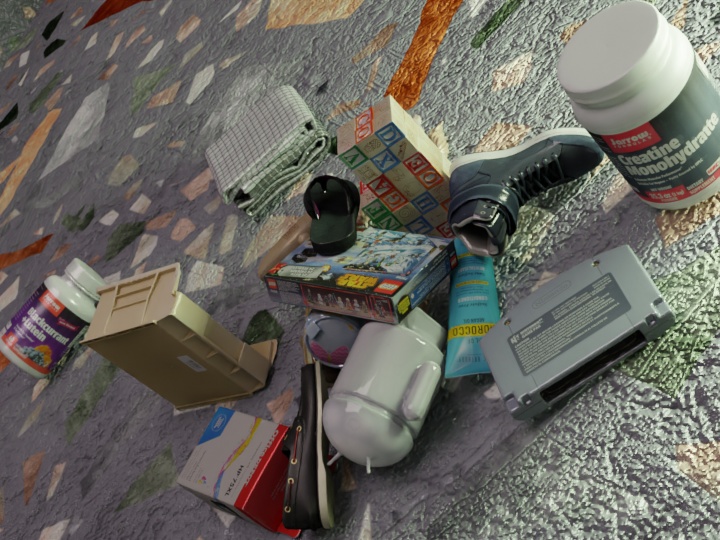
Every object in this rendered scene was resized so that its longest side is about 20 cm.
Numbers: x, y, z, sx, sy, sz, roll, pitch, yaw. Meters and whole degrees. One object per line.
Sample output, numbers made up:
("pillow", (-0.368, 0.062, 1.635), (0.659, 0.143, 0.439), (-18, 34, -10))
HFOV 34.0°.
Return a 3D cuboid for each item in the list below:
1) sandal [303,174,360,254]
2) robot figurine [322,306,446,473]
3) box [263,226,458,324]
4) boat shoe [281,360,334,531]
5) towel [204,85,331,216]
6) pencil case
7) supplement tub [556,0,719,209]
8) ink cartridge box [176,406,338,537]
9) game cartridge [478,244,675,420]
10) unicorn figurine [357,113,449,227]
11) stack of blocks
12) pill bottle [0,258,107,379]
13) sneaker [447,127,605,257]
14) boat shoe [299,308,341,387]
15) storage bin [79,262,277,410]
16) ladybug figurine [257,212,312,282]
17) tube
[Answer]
("sandal", (-0.036, -0.086, 1.499), (0.074, 0.049, 0.201), (-15, 27, 1))
("robot figurine", (0.028, 0.140, 1.355), (0.169, 0.112, 0.202), (-12, 46, 58))
("box", (0.000, 0.000, 1.419), (0.198, 0.040, 0.137), (9, 36, 37))
("boat shoe", (-0.064, 0.203, 1.384), (0.062, 0.074, 0.204), (-5, 66, 9))
("towel", (-0.150, -0.193, 1.931), (0.200, 0.086, 0.166), (-41, 35, 7))
("pencil case", (-0.013, 0.034, 1.501), (0.083, 0.091, 0.201), (-31, 25, 30))
("supplement tub", (0.314, -0.175, 1.267), (0.139, 0.200, 0.141), (-30, 37, 26))
("ink cartridge box", (-0.130, 0.249, 1.468), (0.199, 0.067, 0.117), (5, 60, 50))
("game cartridge", (0.227, 0.062, 1.264), (0.199, 0.042, 0.134), (-34, 32, 12))
("unicorn figurine", (0.036, -0.143, 1.666), (0.199, 0.074, 0.138), (-32, 47, 13))
("stack of blocks", (0.052, -0.115, 1.508), (0.114, 0.200, 0.059), (-30, 37, 22))
("pill bottle", (-0.535, 0.081, 2.063), (0.200, 0.111, 0.111), (-49, 33, -2))
("sneaker", (0.197, -0.090, 1.401), (0.200, 0.077, 0.147), (-15, 38, 23))
("boat shoe", (-0.049, 0.088, 1.552), (0.076, 0.071, 0.201), (-43, 23, 32))
("storage bin", (-0.250, 0.096, 1.640), (0.197, 0.200, 0.095), (-15, 46, 39))
("ladybug figurine", (-0.079, -0.024, 1.634), (0.136, 0.072, 0.200), (-46, 2, -6))
("tube", (0.134, 0.045, 1.389), (0.076, 0.051, 0.202), (-9, 46, 10))
